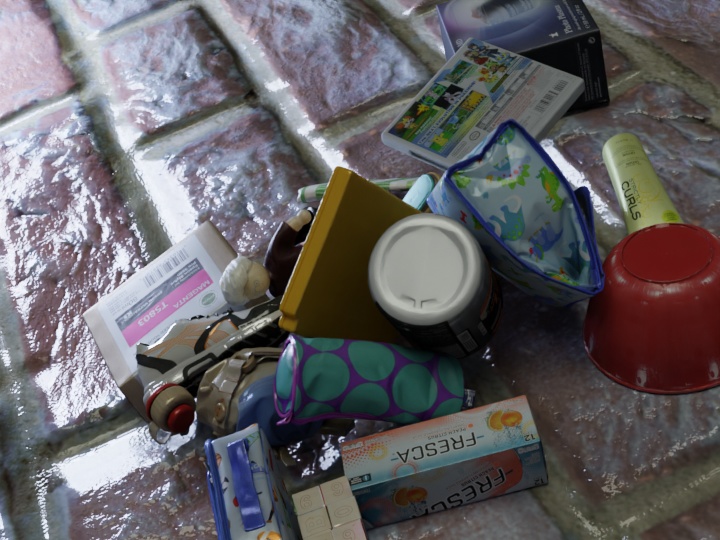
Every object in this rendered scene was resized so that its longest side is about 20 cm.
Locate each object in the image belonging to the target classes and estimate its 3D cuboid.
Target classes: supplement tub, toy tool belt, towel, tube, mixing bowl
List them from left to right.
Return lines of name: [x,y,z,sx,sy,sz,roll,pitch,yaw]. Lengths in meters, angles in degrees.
toy tool belt: [-0.110,0.151,1.328,0.198,0.126,0.123,-9,34,-40]
towel: [0.032,-0.104,1.628,0.197,0.024,0.152,-2,5,17]
supplement tub: [0.085,0.024,1.347,0.121,0.200,0.124,-3,75,13]
tube: [0.340,-0.088,1.533,0.058,0.052,0.201,-46,32,30]
mixing bowl: [0.329,0.022,1.351,0.197,0.109,0.201,-10,39,8]

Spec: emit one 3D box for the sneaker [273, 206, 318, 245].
sneaker: [-0.030,-0.047,1.585,0.198,0.088,0.074,-30,39,-20]

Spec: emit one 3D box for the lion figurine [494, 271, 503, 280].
lion figurine: [0.166,-0.038,1.531,0.121,0.073,0.202,14,61,23]

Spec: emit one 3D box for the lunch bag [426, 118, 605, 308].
lunch bag: [0.179,-0.047,1.376,0.127,0.201,0.170,-38,-3,-5]

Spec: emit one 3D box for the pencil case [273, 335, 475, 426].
pencil case: [0.011,0.120,1.297,0.197,0.085,0.094,8,71,-20]

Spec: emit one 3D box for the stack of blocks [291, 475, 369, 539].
stack of blocks: [-0.010,0.282,1.152,0.058,0.116,0.201,-18,37,-2]

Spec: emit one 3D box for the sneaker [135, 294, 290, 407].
sneaker: [-0.160,0.072,1.382,0.198,0.074,0.081,-28,66,4]

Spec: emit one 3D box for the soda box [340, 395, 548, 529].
soda box: [0.083,0.192,1.270,0.197,0.064,0.069,-15,38,4]

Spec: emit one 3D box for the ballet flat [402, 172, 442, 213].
ballet flat: [0.047,-0.030,1.534,0.200,0.063,0.069,-46,42,21]

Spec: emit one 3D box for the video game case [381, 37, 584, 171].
video game case: [0.154,-0.199,1.605,0.181,0.022,0.200,27,64,32]

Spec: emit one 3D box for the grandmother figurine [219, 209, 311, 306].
grandmother figurine: [-0.063,-0.008,1.422,0.198,0.123,0.060,-16,18,-20]

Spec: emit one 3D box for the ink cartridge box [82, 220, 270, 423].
ink cartridge box: [-0.213,0.056,1.508,0.199,0.075,0.165,-38,39,-5]

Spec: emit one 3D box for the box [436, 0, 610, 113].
box: [0.223,-0.306,1.783,0.196,0.124,0.201,-16,37,3]

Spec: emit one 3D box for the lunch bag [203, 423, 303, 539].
lunch bag: [-0.096,0.247,1.190,0.075,0.162,0.201,-18,38,-3]

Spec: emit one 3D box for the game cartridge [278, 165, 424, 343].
game cartridge: [0.000,0.000,1.375,0.032,0.199,0.178,20,87,36]
